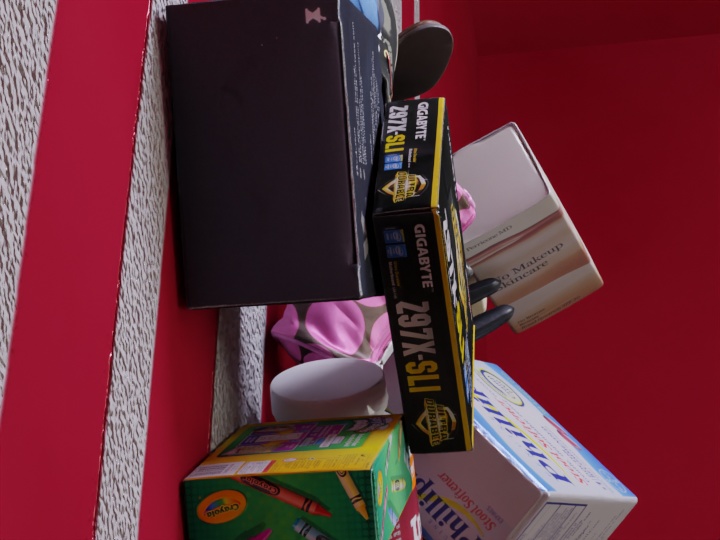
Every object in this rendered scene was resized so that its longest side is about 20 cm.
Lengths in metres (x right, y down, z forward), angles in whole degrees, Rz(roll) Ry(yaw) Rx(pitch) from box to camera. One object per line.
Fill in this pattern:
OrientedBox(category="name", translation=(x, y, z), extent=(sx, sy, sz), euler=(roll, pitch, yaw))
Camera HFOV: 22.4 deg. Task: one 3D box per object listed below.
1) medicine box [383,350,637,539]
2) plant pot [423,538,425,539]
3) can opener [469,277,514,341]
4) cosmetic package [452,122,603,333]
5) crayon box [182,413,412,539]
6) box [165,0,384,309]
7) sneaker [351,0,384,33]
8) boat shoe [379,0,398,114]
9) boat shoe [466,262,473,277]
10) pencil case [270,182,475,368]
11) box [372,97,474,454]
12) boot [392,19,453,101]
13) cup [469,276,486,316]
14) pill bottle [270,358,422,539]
OrientedBox(category="medicine box", translation=(0.102, 0.163, 1.490), extent=(0.182, 0.103, 0.200), euler=(44, 13, 27))
OrientedBox(category="plant pot", translation=(0.036, 0.266, 1.531), extent=(0.186, 0.186, 0.200), euler=(78, -4, -45))
OrientedBox(category="can opener", translation=(0.040, 0.063, 1.570), extent=(0.063, 0.200, 0.079), euler=(59, -7, -8))
OrientedBox(category="cosmetic package", translation=(0.139, -0.034, 1.642), extent=(0.200, 0.103, 0.087), euler=(47, 15, -57))
OrientedBox(category="crayon box", translation=(-0.035, 0.140, 1.187), extent=(0.200, 0.119, 0.058), euler=(-34, 119, -81))
OrientedBox(category="box", translation=(-0.048, -0.076, 1.219), extent=(0.200, 0.117, 0.197), euler=(1, 85, -83))
OrientedBox(category="sneaker", translation=(-0.052, -0.229, 1.385), extent=(0.200, 0.066, 0.078), euler=(52, 49, -42))
OrientedBox(category="boat shoe", translation=(-0.006, -0.167, 1.489), extent=(0.063, 0.074, 0.201), euler=(87, 3, -86))
OrientedBox(category="boat shoe", translation=(0.035, -0.065, 1.546), extent=(0.200, 0.071, 0.072), euler=(64, 4, 12))
OrientedBox(category="pencil case", translation=(0.017, 0.001, 1.442), extent=(0.200, 0.094, 0.091), euler=(-58, 154, -17))
OrientedBox(category="box", translation=(0.047, 0.004, 1.271), extent=(0.160, 0.049, 0.200), euler=(-80, 163, -58))
OrientedBox(category="boot", translation=(0.010, -0.233, 1.624), extent=(0.186, 0.064, 0.200), euler=(-43, -136, 45))
OrientedBox(category="cup", translation=(0.050, -0.003, 1.804), extent=(0.200, 0.143, 0.200), euler=(-4, 90, -83))
OrientedBox(category="pill bottle", translation=(-0.013, 0.173, 1.354), extent=(0.113, 0.113, 0.200), euler=(-72, 156, -70))
